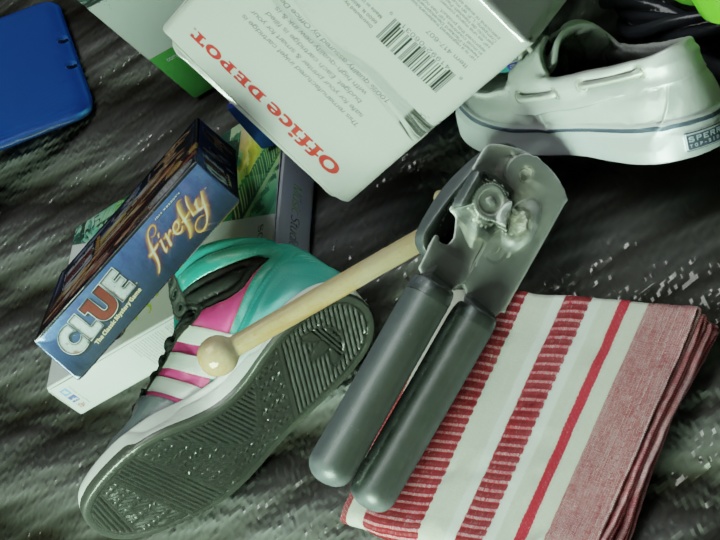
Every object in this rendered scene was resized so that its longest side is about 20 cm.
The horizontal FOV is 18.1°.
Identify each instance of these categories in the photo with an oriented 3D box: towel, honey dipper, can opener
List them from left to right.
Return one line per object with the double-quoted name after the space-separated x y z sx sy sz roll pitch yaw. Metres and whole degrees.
0.000 0.000 1.215 0.199 0.038 0.038 -28 34 -2 "honey dipper"
0.037 0.025 1.163 0.200 0.053 0.067 -60 16 -5 "can opener"
0.079 0.078 1.118 0.200 0.023 0.144 5 65 55 "towel"

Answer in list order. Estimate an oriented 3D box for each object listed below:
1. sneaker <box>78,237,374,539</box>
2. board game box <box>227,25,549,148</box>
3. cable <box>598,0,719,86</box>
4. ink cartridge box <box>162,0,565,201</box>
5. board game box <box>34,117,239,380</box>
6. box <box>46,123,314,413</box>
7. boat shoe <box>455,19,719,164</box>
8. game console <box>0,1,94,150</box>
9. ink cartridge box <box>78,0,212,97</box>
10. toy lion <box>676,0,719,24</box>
-0.093 0.054 1.295 0.200 0.084 0.121 -40 38 4 "sneaker"
0.024 -0.165 1.373 0.199 0.045 0.153 -14 47 30 "board game box"
0.207 -0.171 1.174 0.163 0.051 0.200 -52 31 0 "cable"
0.005 -0.147 1.216 0.084 0.146 0.200 -52 9 -37 "ink cartridge box"
-0.128 -0.018 1.326 0.136 0.035 0.200 -48 10 5 "board game box"
-0.111 -0.010 1.430 0.200 0.036 0.145 -29 39 30 "box"
0.116 -0.099 1.179 0.073 0.066 0.200 -27 20 -32 "boat shoe"
-0.293 -0.102 1.766 0.200 0.118 0.171 -115 37 -55 "game console"
-0.143 -0.240 1.541 0.083 0.200 0.147 -24 42 36 "ink cartridge box"
0.242 -0.190 1.089 0.200 0.069 0.192 -42 38 -5 "toy lion"
